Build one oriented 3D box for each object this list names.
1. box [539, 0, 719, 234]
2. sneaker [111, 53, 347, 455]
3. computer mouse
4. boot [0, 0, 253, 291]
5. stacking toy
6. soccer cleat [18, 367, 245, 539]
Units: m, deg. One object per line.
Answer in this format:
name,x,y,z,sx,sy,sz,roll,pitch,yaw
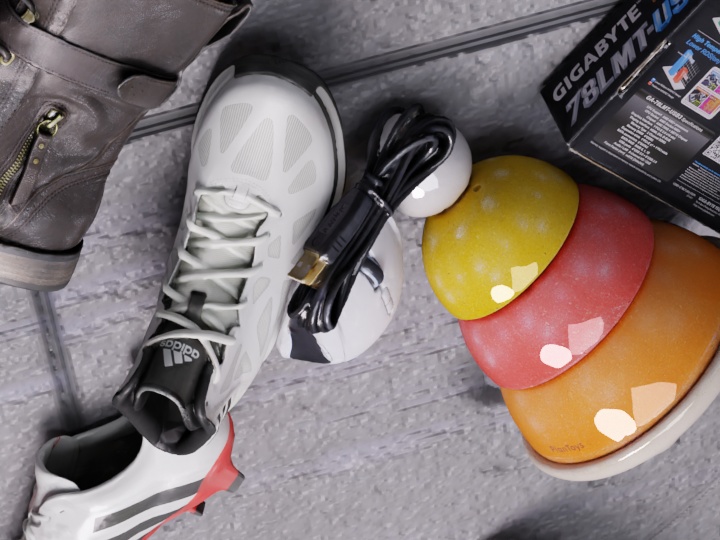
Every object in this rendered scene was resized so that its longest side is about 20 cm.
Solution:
box,0.223,-0.103,1.383,0.200,0.050,0.199,26,117,-36
sneaker,-0.060,0.006,1.315,0.075,0.116,0.201,16,128,1
computer mouse,0.000,0.000,1.324,0.044,0.110,0.200,29,165,3
boot,-0.165,-0.086,1.248,0.199,0.069,0.174,13,119,-35
stacking toy,0.081,-0.007,1.380,0.146,0.146,0.200,-40,116,16
soccer cleat,-0.145,0.130,1.445,0.085,0.069,0.200,35,109,-30
